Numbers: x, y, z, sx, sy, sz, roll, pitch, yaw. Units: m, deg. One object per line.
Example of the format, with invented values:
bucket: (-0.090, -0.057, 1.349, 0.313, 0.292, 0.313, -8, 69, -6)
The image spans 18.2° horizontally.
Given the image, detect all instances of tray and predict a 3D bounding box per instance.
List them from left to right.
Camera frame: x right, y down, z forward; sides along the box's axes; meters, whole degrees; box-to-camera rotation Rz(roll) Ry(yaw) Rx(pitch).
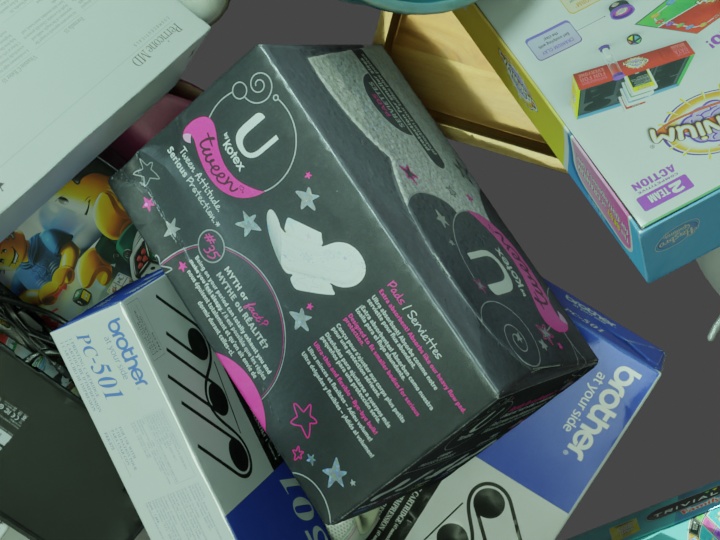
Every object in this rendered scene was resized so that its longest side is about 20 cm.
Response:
tray: (0.107, -0.102, 1.138, 0.200, 0.037, 0.099, 17, 105, 6)

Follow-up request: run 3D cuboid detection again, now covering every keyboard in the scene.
keyboard: (-0.175, 0.056, 1.087, 0.200, 0.040, 0.104, 38, 104, -18)

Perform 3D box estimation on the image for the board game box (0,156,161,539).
board game box: (-0.184, 0.027, 1.113, 0.126, 0.035, 0.200, 35, 81, -15)

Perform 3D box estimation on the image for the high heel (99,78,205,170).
high heel: (-0.158, -0.128, 1.167, 0.096, 0.067, 0.200, -34, 109, 26)

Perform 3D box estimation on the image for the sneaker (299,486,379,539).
sneaker: (-0.038, 0.064, 1.160, 0.088, 0.081, 0.200, -19, 83, 27)

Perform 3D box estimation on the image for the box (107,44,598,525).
box: (0.000, 0.000, 1.082, 0.115, 0.132, 0.200, -38, 78, 26)

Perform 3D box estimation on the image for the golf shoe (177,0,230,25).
golf shoe: (-0.135, -0.205, 1.134, 0.073, 0.092, 0.200, -31, 97, 13)

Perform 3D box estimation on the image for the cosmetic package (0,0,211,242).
cosmetic package: (-0.184, -0.105, 1.066, 0.151, 0.200, 0.052, 38, 132, 3)

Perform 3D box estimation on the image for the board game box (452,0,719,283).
board game box: (0.147, -0.106, 1.039, 0.153, 0.040, 0.200, -27, 53, -6)

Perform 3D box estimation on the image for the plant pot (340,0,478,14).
plant pot: (-0.035, -0.219, 1.045, 0.188, 0.200, 0.200, 7, 107, 47)

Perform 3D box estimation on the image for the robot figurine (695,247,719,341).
robot figurine: (0.238, -0.042, 1.067, 0.200, 0.113, 0.170, -26, 87, -6)

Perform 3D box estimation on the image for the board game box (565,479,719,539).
board game box: (0.224, 0.178, 1.170, 0.200, 0.047, 0.151, -23, 97, 15)

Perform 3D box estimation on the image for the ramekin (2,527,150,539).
ramekin: (-0.198, 0.121, 1.212, 0.200, 0.105, 0.201, 2, 103, 10)

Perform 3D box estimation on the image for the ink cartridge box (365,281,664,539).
ink cartridge box: (0.067, 0.105, 1.179, 0.094, 0.044, 0.200, 32, 106, 3)

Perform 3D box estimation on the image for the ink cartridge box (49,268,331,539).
ink cartridge box: (-0.069, 0.100, 1.072, 0.044, 0.094, 0.200, -23, 96, 22)
